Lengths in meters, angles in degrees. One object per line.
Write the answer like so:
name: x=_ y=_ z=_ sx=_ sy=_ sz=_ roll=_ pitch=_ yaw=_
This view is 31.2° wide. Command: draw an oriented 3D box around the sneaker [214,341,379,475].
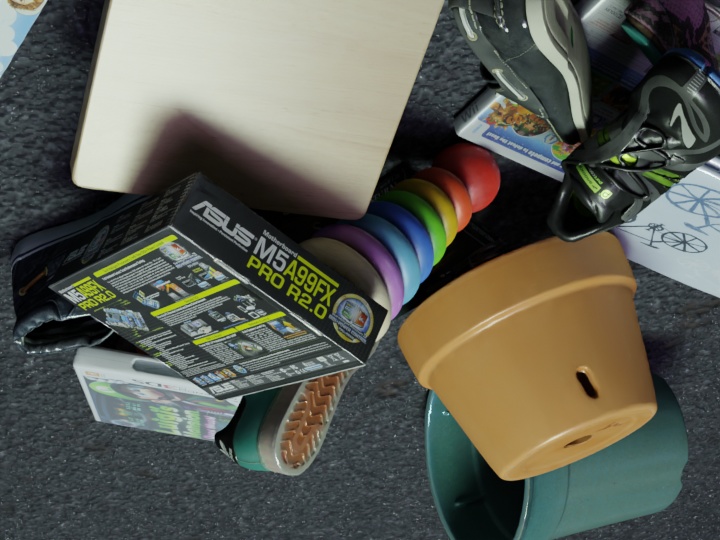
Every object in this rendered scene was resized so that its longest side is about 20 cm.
sneaker: x=-0.047 y=0.065 z=0.999 sx=0.080 sy=0.200 sz=0.071 roll=4 pitch=139 yaw=35

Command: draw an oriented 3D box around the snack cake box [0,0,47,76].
snack cake box: x=-0.272 y=-0.150 z=0.775 sx=0.115 sy=0.067 sz=0.200 roll=17 pitch=136 yaw=-31

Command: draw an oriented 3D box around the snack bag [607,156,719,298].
snack bag: x=0.269 y=-0.032 z=1.007 sx=0.188 sy=0.021 sz=0.200 roll=22 pitch=161 yaw=-8

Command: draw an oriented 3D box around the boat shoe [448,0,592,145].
boat shoe: x=0.115 y=-0.140 z=0.853 sx=0.067 sy=0.072 sz=0.200 roll=-5 pitch=160 yaw=21

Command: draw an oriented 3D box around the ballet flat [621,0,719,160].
ballet flat: x=0.244 y=-0.136 z=0.903 sx=0.071 sy=0.069 sz=0.200 roll=-39 pitch=139 yaw=5

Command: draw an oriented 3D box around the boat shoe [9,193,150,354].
boat shoe: x=-0.176 y=-0.002 z=0.978 sx=0.200 sy=0.091 sz=0.071 roll=-22 pitch=142 yaw=16

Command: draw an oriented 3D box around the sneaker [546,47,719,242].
sneaker: x=0.185 y=-0.073 z=0.861 sx=0.083 sy=0.071 sz=0.200 roll=-40 pitch=171 yaw=-29

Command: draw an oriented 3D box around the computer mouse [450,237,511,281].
computer mouse: x=0.097 y=0.019 z=1.070 sx=0.059 sy=0.034 sz=0.200 roll=-21 pitch=166 yaw=-9

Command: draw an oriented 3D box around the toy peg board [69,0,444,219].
toy peg board: x=-0.072 y=-0.150 z=0.825 sx=0.200 sy=0.098 sz=0.199 roll=6 pitch=125 yaw=-22

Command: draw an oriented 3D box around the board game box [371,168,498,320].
board game box: x=0.000 y=0.000 z=1.078 sx=0.200 sy=0.028 sz=0.135 roll=-31 pitch=139 yaw=26

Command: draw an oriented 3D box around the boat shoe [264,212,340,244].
boat shoe: x=-0.082 y=-0.002 z=1.016 sx=0.200 sy=0.070 sz=0.070 roll=-14 pitch=133 yaw=36

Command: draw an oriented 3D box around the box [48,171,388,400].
box: x=-0.101 y=0.019 z=0.869 sx=0.160 sy=0.044 sz=0.200 roll=37 pitch=150 yaw=-22

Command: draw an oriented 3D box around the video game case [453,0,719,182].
video game case: x=0.185 y=-0.142 z=0.942 sx=0.143 sy=0.018 sz=0.200 roll=19 pitch=135 yaw=-35

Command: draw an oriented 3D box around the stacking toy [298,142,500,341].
stacking toy: x=0.036 y=-0.034 z=0.934 sx=0.085 sy=0.200 sz=0.086 roll=26 pitch=138 yaw=25

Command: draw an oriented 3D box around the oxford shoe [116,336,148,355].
oxford shoe: x=-0.118 y=0.077 z=1.136 sx=0.200 sy=0.071 sz=0.072 roll=21 pitch=155 yaw=-31

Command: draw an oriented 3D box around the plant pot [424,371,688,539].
plant pot: x=0.191 y=0.169 z=1.234 sx=0.196 sy=0.201 sz=0.200 roll=-3 pitch=144 yaw=-25

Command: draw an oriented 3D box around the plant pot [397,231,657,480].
plant pot: x=0.146 y=0.078 z=1.038 sx=0.200 sy=0.140 sz=0.200 roll=-19 pitch=159 yaw=-8

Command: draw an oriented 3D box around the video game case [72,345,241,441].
video game case: x=-0.149 y=0.115 z=1.118 sx=0.181 sy=0.023 sz=0.200 roll=10 pitch=160 yaw=-2
